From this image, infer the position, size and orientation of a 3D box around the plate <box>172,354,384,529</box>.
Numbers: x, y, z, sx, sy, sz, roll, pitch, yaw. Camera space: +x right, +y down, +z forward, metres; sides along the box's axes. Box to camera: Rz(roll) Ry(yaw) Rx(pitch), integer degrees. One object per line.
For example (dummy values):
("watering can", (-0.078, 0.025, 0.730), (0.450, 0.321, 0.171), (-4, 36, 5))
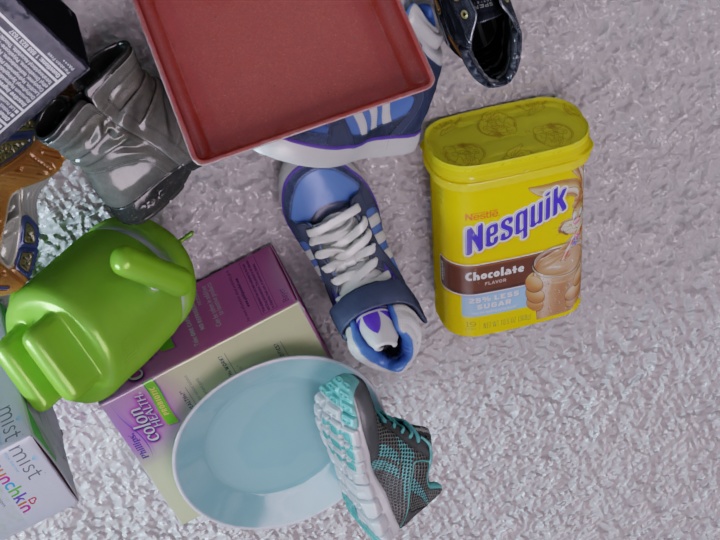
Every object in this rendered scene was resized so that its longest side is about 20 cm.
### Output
("plate", (-0.075, 0.152, 1.704), (0.200, 0.026, 0.200), (-10, 127, -14))

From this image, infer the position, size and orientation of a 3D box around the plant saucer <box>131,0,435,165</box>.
("plant saucer", (-0.067, -0.189, 1.497), (0.200, 0.200, 0.037), (-20, 157, -7))

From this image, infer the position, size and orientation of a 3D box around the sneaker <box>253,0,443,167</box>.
("sneaker", (-0.010, -0.167, 1.547), (0.200, 0.081, 0.146), (-9, 117, -47))

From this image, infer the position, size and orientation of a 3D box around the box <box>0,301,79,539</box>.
("box", (-0.350, 0.147, 1.606), (0.176, 0.200, 0.097), (-27, 129, 0))

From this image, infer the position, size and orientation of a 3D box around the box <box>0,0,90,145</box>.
("box", (-0.347, -0.175, 1.416), (0.198, 0.123, 0.200), (-40, 120, 8))

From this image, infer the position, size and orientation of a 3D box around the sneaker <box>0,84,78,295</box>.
("sneaker", (-0.295, -0.083, 1.545), (0.075, 0.088, 0.200), (17, 93, -36))

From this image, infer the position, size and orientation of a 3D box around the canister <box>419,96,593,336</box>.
("canister", (0.135, -0.046, 1.728), (0.148, 0.087, 0.200), (-13, 129, -11))

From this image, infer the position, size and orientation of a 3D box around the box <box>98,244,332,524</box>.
("box", (-0.124, 0.106, 1.730), (0.200, 0.097, 0.176), (-28, 129, -1))

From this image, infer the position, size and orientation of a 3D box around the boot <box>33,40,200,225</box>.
("boot", (-0.159, -0.140, 1.529), (0.200, 0.068, 0.131), (-45, 131, -10))

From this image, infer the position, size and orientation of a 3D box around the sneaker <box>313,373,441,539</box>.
("sneaker", (0.020, 0.156, 1.694), (0.091, 0.078, 0.200), (-32, 135, -18))

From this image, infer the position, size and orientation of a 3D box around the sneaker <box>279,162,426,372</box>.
("sneaker", (0.000, 0.000, 1.658), (0.081, 0.146, 0.200), (-25, 130, -2))

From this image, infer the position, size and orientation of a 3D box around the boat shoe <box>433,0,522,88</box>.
("boat shoe", (0.090, -0.249, 1.559), (0.071, 0.091, 0.200), (-23, 129, -4))

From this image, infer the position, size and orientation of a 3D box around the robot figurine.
("robot figurine", (-0.217, 0.032, 1.587), (0.175, 0.200, 0.116), (-23, 108, 45))
